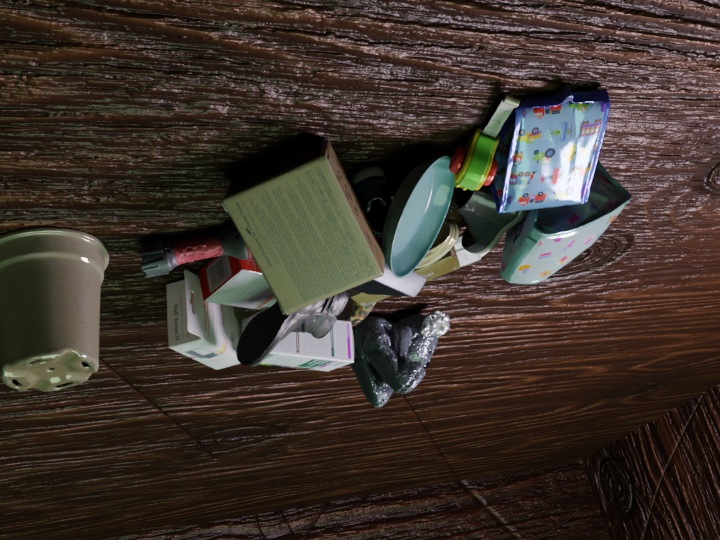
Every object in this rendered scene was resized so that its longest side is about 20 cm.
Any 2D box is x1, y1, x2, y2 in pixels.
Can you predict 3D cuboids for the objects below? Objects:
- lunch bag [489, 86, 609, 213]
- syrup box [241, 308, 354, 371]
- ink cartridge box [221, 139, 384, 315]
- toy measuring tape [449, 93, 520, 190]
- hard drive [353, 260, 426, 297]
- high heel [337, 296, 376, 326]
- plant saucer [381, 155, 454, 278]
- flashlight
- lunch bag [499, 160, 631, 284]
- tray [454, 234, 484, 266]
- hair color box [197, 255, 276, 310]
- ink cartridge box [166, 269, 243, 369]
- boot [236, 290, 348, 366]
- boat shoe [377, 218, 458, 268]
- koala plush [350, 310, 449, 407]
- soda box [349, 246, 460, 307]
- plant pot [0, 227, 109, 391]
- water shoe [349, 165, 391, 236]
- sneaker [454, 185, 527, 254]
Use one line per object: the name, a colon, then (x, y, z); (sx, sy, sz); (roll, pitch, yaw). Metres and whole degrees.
lunch bag: (0.282, -0.189, 1.318); (0.149, 0.095, 0.201); (-7, 145, -11)
syrup box: (-0.111, 0.128, 1.589); (0.199, 0.082, 0.078); (12, 156, -38)
ink cartridge box: (-0.077, -0.059, 1.254); (0.163, 0.075, 0.201); (-20, 116, 13)
toy measuring tape: (0.178, -0.172, 1.285); (0.073, 0.074, 0.200); (-6, 156, -20)
hard drive: (0.000, 0.000, 1.420); (0.134, 0.043, 0.199); (2, 165, 42)
high heel: (-0.069, 0.071, 1.645); (0.199, 0.072, 0.142); (-23, 162, 36)
plant saucer: (0.083, -0.087, 1.347); (0.200, 0.036, 0.201); (-49, 154, -34)
flashlight: (-0.236, -0.031, 1.348); (0.198, 0.069, 0.068); (-13, 156, -9)
lunch bag: (0.323, -0.074, 1.472); (0.199, 0.122, 0.171); (-32, 164, -26)
tray: (0.144, -0.015, 1.656); (0.198, 0.022, 0.107); (-21, 154, 10)
hair color box: (-0.160, 0.014, 1.492); (0.199, 0.065, 0.111); (13, 141, -44)
ink cartridge box: (-0.272, 0.086, 1.506); (0.067, 0.118, 0.200); (-14, 156, 16)
boot: (-0.107, 0.095, 1.477); (0.200, 0.070, 0.131); (-49, 142, 9)
boat shoe: (0.071, -0.041, 1.507); (0.198, 0.073, 0.065); (-20, 155, 21)
koala plush: (0.089, 0.153, 1.851); (0.199, 0.185, 0.177); (-25, 173, -33)
soda box: (0.073, -0.007, 1.577); (0.198, 0.068, 0.064); (-23, 153, 14)
plant pot: (-0.457, 0.068, 1.285); (0.198, 0.185, 0.201); (-13, 155, -6)
water shoe: (0.021, -0.084, 1.374); (0.071, 0.080, 0.200); (-17, 155, 4)
sneaker: (0.192, -0.095, 1.484); (0.105, 0.076, 0.200); (13, 153, -15)
